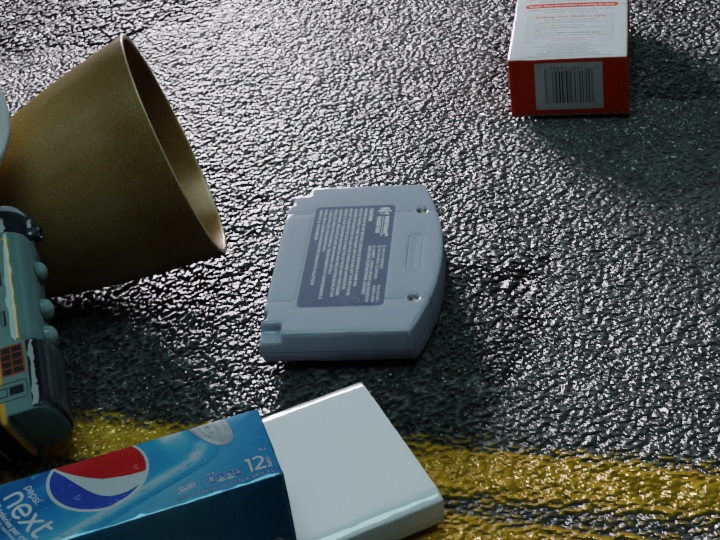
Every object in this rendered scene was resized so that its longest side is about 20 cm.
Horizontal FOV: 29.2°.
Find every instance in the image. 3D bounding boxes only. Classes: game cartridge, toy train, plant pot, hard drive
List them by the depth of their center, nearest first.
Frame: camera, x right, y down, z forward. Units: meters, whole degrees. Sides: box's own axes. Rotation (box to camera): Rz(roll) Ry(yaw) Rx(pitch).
[{"bbox_3d":[-0.063,0.147,0.875,0.198,0.027,0.132,-19,36,-15],"label":"hard drive"},{"bbox_3d":[-0.267,0.046,0.969,0.113,0.086,0.202,-15,60,1],"label":"toy train"},{"bbox_3d":[0.000,0.000,1.068,0.131,0.041,0.201,-5,35,10],"label":"game cartridge"},{"bbox_3d":[-0.233,-0.058,1.091,0.198,0.188,0.187,-24,35,1],"label":"plant pot"}]

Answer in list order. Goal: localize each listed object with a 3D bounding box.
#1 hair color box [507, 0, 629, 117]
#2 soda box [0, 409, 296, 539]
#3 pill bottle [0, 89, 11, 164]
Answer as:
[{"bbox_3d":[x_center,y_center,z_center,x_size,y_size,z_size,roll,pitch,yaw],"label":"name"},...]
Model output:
[{"bbox_3d":[0.203,-0.222,1.326,0.109,0.065,0.201,0,36,12],"label":"hair color box"},{"bbox_3d":[-0.141,0.151,0.802,0.198,0.069,0.064,-16,35,-11],"label":"soda box"},{"bbox_3d":[-0.355,-0.079,1.016,0.199,0.113,0.113,-27,20,37],"label":"pill bottle"}]
